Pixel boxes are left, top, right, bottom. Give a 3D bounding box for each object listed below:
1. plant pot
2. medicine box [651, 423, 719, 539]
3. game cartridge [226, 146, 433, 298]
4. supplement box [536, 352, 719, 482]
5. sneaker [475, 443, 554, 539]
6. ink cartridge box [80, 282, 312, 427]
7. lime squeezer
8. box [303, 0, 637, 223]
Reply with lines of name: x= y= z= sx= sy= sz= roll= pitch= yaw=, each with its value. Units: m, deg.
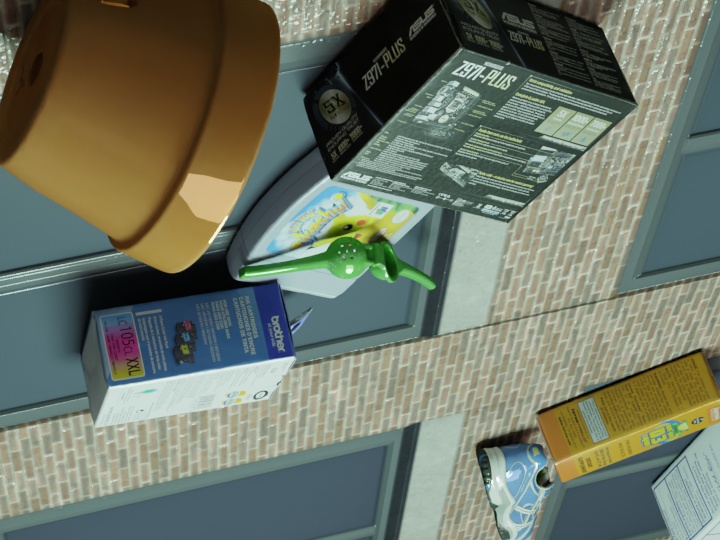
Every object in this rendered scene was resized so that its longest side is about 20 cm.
plant pot: x=-0.160 y=-0.113 z=1.261 sx=0.140 sy=0.201 sz=0.200 roll=19 pitch=134 yaw=-24
medicine box: x=0.487 y=0.250 z=2.245 sx=0.181 sy=0.103 sz=0.200 roll=0 pitch=145 yaw=-28
game cartridge: x=-0.020 y=-0.048 z=1.573 sx=0.133 sy=0.041 sz=0.200 roll=15 pitch=135 yaw=-37
supplement box: x=0.300 y=0.162 z=2.044 sx=0.199 sy=0.069 sz=0.067 roll=-24 pitch=151 yaw=3
sneaker: x=0.186 y=0.258 z=2.119 sx=0.077 sy=0.076 sz=0.200 roll=-16 pitch=150 yaw=3
ink cartridge box: x=-0.139 y=0.074 z=1.630 sx=0.199 sy=0.077 sz=0.136 roll=-7 pitch=163 yaw=-16
lime squeezer: x=0.000 y=0.000 z=1.590 sx=0.199 sy=0.038 sz=0.071 roll=3 pitch=143 yaw=-33
box: x=0.085 y=-0.132 z=1.447 sx=0.199 sy=0.086 sz=0.164 roll=11 pitch=138 yaw=-40
